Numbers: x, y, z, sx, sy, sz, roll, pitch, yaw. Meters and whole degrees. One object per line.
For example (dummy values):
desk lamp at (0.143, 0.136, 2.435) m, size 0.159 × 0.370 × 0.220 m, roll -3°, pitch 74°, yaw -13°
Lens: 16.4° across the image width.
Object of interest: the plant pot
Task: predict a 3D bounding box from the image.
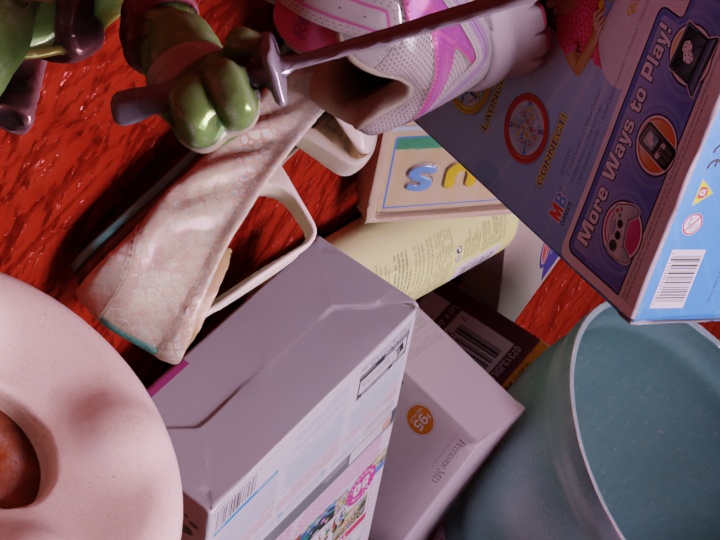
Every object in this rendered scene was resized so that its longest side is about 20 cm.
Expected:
plant pot at (0.129, 0.133, 1.282) m, size 0.134 × 0.201 × 0.200 m, roll -35°, pitch 177°, yaw 33°

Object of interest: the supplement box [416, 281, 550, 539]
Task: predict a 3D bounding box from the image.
supplement box at (0.031, 0.113, 1.403) m, size 0.110 × 0.086 × 0.200 m, roll -45°, pitch 159°, yaw -33°

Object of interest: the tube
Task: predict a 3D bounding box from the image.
tube at (0.000, 0.000, 1.186) m, size 0.200 × 0.052 × 0.058 m, roll -31°, pitch 111°, yaw -45°

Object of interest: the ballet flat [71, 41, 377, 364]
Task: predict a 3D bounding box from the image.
ballet flat at (-0.031, -0.043, 0.971) m, size 0.200 × 0.062 × 0.067 m, roll -49°, pitch -179°, yaw -20°

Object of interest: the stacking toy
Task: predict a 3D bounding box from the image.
stacking toy at (-0.164, 0.105, 0.825) m, size 0.200 × 0.146 × 0.146 m, roll -47°, pitch 172°, yaw 37°

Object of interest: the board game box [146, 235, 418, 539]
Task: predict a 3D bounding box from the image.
board game box at (-0.052, 0.104, 1.106) m, size 0.147 × 0.064 × 0.200 m, roll -42°, pitch 156°, yaw -36°

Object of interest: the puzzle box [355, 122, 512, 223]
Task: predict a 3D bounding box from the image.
puzzle box at (0.102, -0.077, 1.139) m, size 0.199 × 0.025 × 0.133 m, roll -5°, pitch 144°, yaw -12°

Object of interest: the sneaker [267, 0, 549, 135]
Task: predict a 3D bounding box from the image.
sneaker at (0.007, -0.118, 0.881) m, size 0.088 × 0.081 × 0.200 m, roll -40°, pitch 140°, yaw -17°

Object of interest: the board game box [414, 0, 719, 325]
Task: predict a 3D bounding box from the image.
board game box at (0.101, -0.115, 0.954) m, size 0.056 × 0.196 × 0.201 m, roll 0°, pitch 122°, yaw -35°

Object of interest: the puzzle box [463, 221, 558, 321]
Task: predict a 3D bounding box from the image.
puzzle box at (0.102, -0.056, 1.362) m, size 0.133 × 0.025 × 0.200 m, roll -53°, pitch 163°, yaw -25°

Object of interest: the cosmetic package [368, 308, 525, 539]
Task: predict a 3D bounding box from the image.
cosmetic package at (-0.003, 0.115, 1.261) m, size 0.051 × 0.083 × 0.200 m, roll -34°, pitch 161°, yaw -51°

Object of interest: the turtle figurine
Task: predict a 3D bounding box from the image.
turtle figurine at (-0.086, -0.090, 0.611) m, size 0.194 × 0.200 × 0.144 m, roll -42°, pitch 125°, yaw -28°
